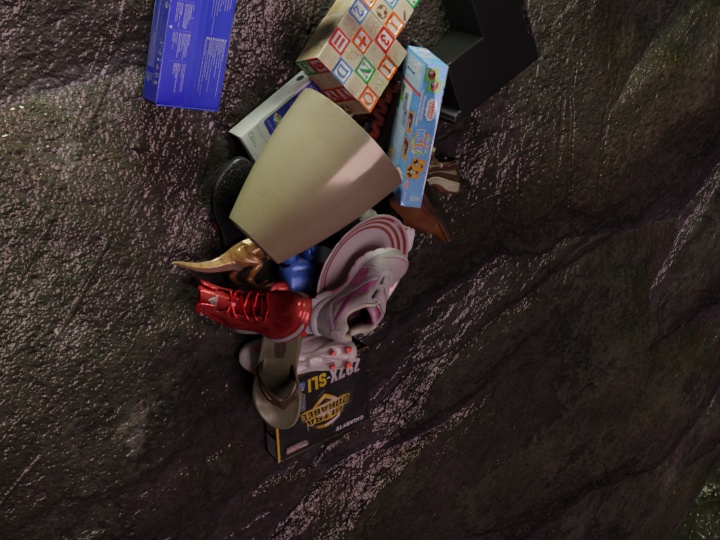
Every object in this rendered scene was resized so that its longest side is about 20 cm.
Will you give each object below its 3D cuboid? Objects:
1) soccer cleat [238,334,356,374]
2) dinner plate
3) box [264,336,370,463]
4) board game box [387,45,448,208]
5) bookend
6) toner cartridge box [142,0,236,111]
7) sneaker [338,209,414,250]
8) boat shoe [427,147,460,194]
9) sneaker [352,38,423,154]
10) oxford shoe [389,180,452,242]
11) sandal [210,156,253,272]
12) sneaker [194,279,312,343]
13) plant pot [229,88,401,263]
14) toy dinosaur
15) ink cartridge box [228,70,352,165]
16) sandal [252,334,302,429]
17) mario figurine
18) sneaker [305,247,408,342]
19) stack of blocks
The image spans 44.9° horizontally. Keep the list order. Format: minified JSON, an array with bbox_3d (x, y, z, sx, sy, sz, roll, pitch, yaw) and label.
[{"bbox_3d":[-0.105,0.137,1.432,0.200,0.078,0.069,0,106,-20],"label":"soccer cleat"},{"bbox_3d":[0.000,0.000,1.381,0.200,0.024,0.200,-30,136,-35],"label":"dinner plate"},{"bbox_3d":[-0.074,0.222,1.511,0.200,0.049,0.160,-19,121,-33],"label":"box"},{"bbox_3d":[0.076,-0.209,1.254,0.037,0.151,0.200,7,112,-11],"label":"board game box"},{"bbox_3d":[0.164,-0.375,1.381,0.200,0.092,0.199,-41,130,-16],"label":"bookend"},{"bbox_3d":[-0.216,-0.311,1.120,0.095,0.043,0.200,-2,113,-41],"label":"toner cartridge box"},{"bbox_3d":[0.026,-0.080,1.434,0.116,0.074,0.200,-41,141,-21],"label":"sneaker"},{"bbox_3d":[0.095,-0.174,1.443,0.202,0.075,0.075,1,102,-53],"label":"boat shoe"},{"bbox_3d":[0.049,-0.258,1.357,0.098,0.071,0.201,26,95,-45],"label":"sneaker"},{"bbox_3d":[0.100,-0.092,1.424,0.071,0.071,0.200,-22,153,16],"label":"oxford shoe"},{"bbox_3d":[-0.187,-0.082,1.270,0.075,0.045,0.200,-22,139,-25],"label":"sandal"},{"bbox_3d":[-0.167,0.057,1.247,0.115,0.200,0.078,18,71,-40],"label":"sneaker"},{"bbox_3d":[-0.079,-0.113,1.196,0.200,0.187,0.187,-46,134,-6],"label":"plant pot"},{"bbox_3d":[-0.177,-0.016,1.274,0.200,0.060,0.106,-25,125,-20],"label":"toy dinosaur"},{"bbox_3d":[-0.090,-0.223,1.277,0.200,0.039,0.099,-41,132,-15],"label":"ink cartridge box"},{"bbox_3d":[-0.129,0.169,1.353,0.080,0.057,0.201,-1,121,-5],"label":"sandal"},{"bbox_3d":[-0.110,0.012,1.370,0.106,0.123,0.200,-55,149,-72],"label":"mario figurine"},{"bbox_3d":[0.010,0.046,1.331,0.200,0.088,0.081,-42,142,-22],"label":"sneaker"},{"bbox_3d":[0.008,-0.336,1.247,0.115,0.059,0.200,41,70,-33],"label":"stack of blocks"}]
